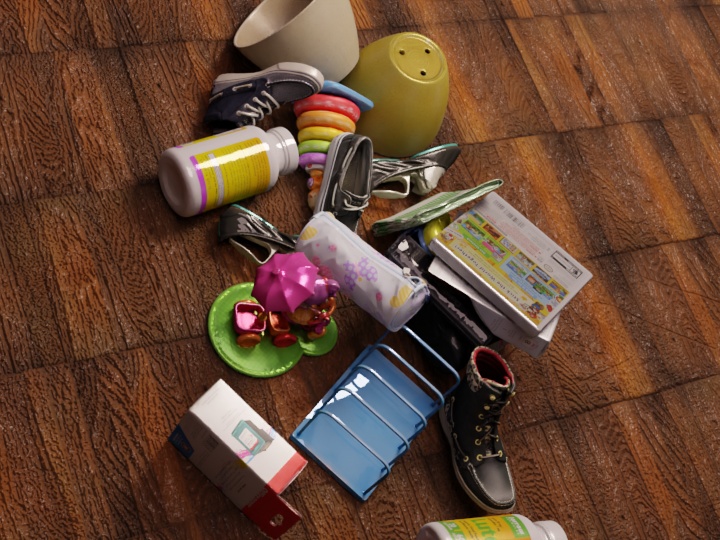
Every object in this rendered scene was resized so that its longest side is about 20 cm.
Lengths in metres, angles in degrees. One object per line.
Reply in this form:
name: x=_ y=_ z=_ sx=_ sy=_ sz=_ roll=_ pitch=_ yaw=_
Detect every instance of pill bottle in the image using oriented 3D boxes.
pill bottle: x=0.184 y=0.395 z=1.608 sx=0.199 sy=0.111 sz=0.111 roll=0 pitch=63 yaw=-24
pill bottle: x=-0.194 y=-0.155 z=1.745 sx=0.200 sy=0.104 sz=0.104 roll=-21 pitch=73 yaw=-31

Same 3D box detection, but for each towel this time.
towel: x=0.110 y=-0.097 z=1.778 sx=0.152 sy=0.200 sz=0.023 roll=-25 pitch=95 yaw=-19

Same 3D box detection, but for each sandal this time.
sandal: x=0.104 y=-0.044 z=1.796 sx=0.080 sy=0.087 sz=0.200 roll=67 pitch=15 yaw=5

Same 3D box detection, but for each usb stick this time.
usb stick: x=0.118 y=0.031 z=1.675 sx=0.200 sy=0.033 sz=0.055 roll=45 pitch=57 yaw=0

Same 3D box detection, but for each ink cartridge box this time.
ink cartridge box: x=-0.149 y=0.251 z=1.536 sx=0.200 sy=0.116 sz=0.067 roll=44 pitch=54 yaw=2
ink cartridge box: x=0.201 y=0.018 z=1.702 sx=0.200 sy=0.057 sz=0.163 roll=27 pitch=42 yaw=3

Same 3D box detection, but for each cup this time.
cup: x=-0.083 y=-0.372 z=1.880 sx=0.143 sy=0.200 sz=0.201 roll=50 pitch=50 yaw=-28

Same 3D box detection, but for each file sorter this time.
file sorter: x=0.028 y=0.194 z=1.642 sx=0.139 sy=0.123 sz=0.200 roll=42 pitch=54 yaw=1

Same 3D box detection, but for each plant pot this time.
plant pot: x=0.066 y=-0.309 z=1.922 sx=0.199 sy=0.142 sz=0.201 roll=10 pitch=59 yaw=-18

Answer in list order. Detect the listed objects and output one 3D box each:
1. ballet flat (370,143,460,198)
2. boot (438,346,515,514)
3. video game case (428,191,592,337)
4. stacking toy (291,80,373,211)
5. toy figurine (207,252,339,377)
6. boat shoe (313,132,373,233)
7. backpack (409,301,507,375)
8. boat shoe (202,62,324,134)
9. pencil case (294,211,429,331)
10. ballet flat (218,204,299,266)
ballet flat: x=0.077 y=-0.152 z=1.884 sx=0.199 sy=0.068 sz=0.069 roll=-13 pitch=77 yaw=-19
boot: x=0.179 y=0.224 z=1.647 sx=0.073 sy=0.154 sz=0.204 roll=-5 pitch=51 yaw=-22
video game case: x=0.220 y=-0.013 z=1.692 sx=0.200 sy=0.023 sz=0.182 roll=42 pitch=43 yaw=11
stacking toy: x=-0.060 y=-0.189 z=1.835 sx=0.110 sy=0.116 sz=0.201 roll=19 pitch=72 yaw=-43
toy figurine: x=-0.094 y=0.048 z=1.630 sx=0.199 sy=0.184 sz=0.151 roll=4 pitch=62 yaw=-23
boat shoe: x=-0.023 y=-0.111 z=1.774 sx=0.072 sy=0.071 sz=0.201 roll=3 pitch=92 yaw=-34
backpack: x=0.173 y=0.057 z=1.780 sx=0.200 sy=0.127 sz=0.167 roll=-23 pitch=85 yaw=-33
boat shoe: x=-0.151 y=-0.256 z=1.789 sx=0.075 sy=0.199 sz=0.093 roll=46 pitch=50 yaw=-45
pencil case: x=0.000 y=0.000 z=1.647 sx=0.200 sy=0.091 sz=0.083 roll=36 pitch=57 yaw=21
ballet flat: x=-0.121 y=-0.029 z=1.737 sx=0.199 sy=0.068 sz=0.069 roll=22 pitch=66 yaw=-5
